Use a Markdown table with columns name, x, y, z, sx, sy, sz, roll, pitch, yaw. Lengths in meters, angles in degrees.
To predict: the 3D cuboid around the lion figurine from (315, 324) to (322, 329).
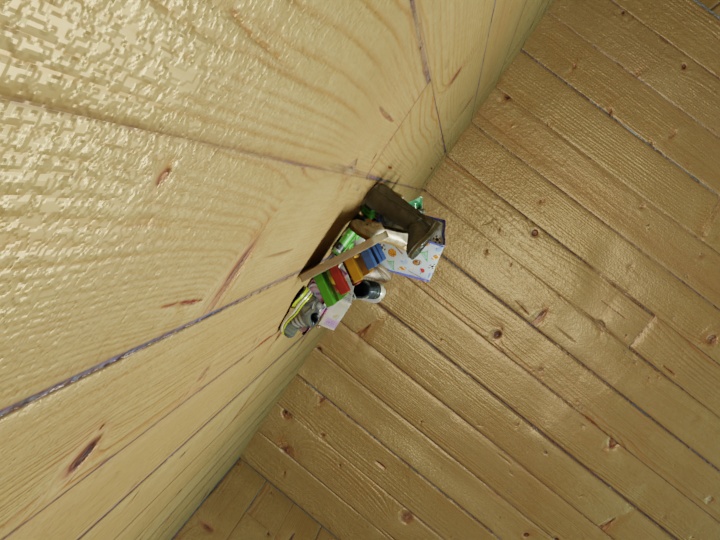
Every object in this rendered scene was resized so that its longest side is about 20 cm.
| name | x | y | z | sx | sy | sz | roll | pitch | yaw |
| --- | --- | --- | --- | --- | --- | --- | --- | --- | --- |
| lion figurine | -0.102 | 0.132 | 1.968 | 0.120 | 0.074 | 0.200 | -20 | 165 | -15 |

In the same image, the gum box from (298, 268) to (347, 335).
| name | x | y | z | sx | sy | sz | roll | pitch | yaw |
| --- | --- | --- | --- | --- | --- | --- | --- | --- | --- |
| gum box | -0.125 | 0.082 | 1.639 | 0.201 | 0.066 | 0.114 | -57 | 176 | 39 |

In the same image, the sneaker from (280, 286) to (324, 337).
| name | x | y | z | sx | sy | sz | roll | pitch | yaw |
| --- | --- | --- | --- | --- | --- | --- | --- | --- | --- |
| sneaker | -0.157 | 0.131 | 1.552 | 0.074 | 0.080 | 0.201 | -50 | 174 | -40 |

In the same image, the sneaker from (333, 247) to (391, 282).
| name | x | y | z | sx | sy | sz | roll | pitch | yaw |
| --- | --- | --- | --- | --- | --- | --- | --- | --- | --- |
| sneaker | 0.000 | 0.000 | 1.625 | 0.070 | 0.198 | 0.077 | 0 | -117 | 57 |

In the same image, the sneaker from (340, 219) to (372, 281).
| name | x | y | z | sx | sy | sz | roll | pitch | yaw |
| --- | --- | --- | --- | --- | --- | --- | --- | --- | --- |
| sneaker | -0.007 | -0.059 | 1.689 | 0.202 | 0.091 | 0.076 | -56 | 176 | 27 |

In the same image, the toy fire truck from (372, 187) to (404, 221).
| name | x | y | z | sx | sy | sz | roll | pitch | yaw |
| --- | --- | --- | --- | --- | --- | --- | --- | --- | --- |
| toy fire truck | 0.071 | -0.165 | 1.708 | 0.178 | 0.127 | 0.200 | -58 | 158 | -10 |

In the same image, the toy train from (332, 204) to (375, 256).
| name | x | y | z | sx | sy | sz | roll | pitch | yaw |
| --- | --- | --- | --- | --- | --- | --- | --- | --- | --- |
| toy train | -0.009 | -0.119 | 1.546 | 0.202 | 0.041 | 0.057 | -54 | 167 | -10 |

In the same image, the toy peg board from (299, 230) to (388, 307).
| name | x | y | z | sx | sy | sz | roll | pitch | yaw |
| --- | --- | --- | --- | --- | --- | --- | --- | --- | --- |
| toy peg board | -0.017 | -0.001 | 1.383 | 0.196 | 0.099 | 0.200 | -26 | -178 | 14 |

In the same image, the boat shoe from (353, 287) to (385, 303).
| name | x | y | z | sx | sy | sz | roll | pitch | yaw |
| --- | --- | --- | --- | --- | --- | --- | --- | --- | --- |
| boat shoe | -0.006 | 0.054 | 1.946 | 0.070 | 0.196 | 0.073 | -30 | 130 | -60 |

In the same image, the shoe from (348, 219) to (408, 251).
| name | x | y | z | sx | sy | sz | roll | pitch | yaw |
| --- | --- | --- | --- | --- | --- | --- | --- | --- | --- |
| shoe | 0.060 | -0.102 | 1.506 | 0.054 | 0.196 | 0.070 | -63 | -154 | 20 |

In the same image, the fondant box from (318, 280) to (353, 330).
| name | x | y | z | sx | sy | sz | roll | pitch | yaw |
| --- | --- | --- | --- | --- | --- | --- | --- | --- | --- |
| fondant box | -0.066 | 0.061 | 1.789 | 0.145 | 0.057 | 0.203 | 123 | -15 | -44 |

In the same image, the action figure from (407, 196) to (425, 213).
| name | x | y | z | sx | sy | sz | roll | pitch | yaw |
| --- | --- | --- | --- | --- | --- | --- | --- | --- | --- |
| action figure | 0.110 | -0.160 | 1.848 | 0.055 | 0.195 | 0.121 | -107 | -173 | -64 |

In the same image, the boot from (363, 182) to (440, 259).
| name | x | y | z | sx | sy | sz | roll | pitch | yaw |
| --- | --- | --- | --- | --- | --- | --- | --- | --- | --- |
| boot | 0.093 | -0.131 | 1.457 | 0.073 | 0.199 | 0.182 | -54 | 175 | 35 |

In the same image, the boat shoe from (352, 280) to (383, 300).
| name | x | y | z | sx | sy | sz | roll | pitch | yaw |
| --- | --- | --- | --- | --- | --- | --- | --- | --- | --- |
| boat shoe | -0.004 | 0.059 | 1.825 | 0.198 | 0.061 | 0.077 | 14 | -84 | 56 |

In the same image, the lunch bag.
| name | x | y | z | sx | sy | sz | roll | pitch | yaw |
| --- | --- | --- | --- | --- | --- | --- | --- | --- | --- |
| lunch bag | 0.128 | -0.079 | 1.644 | 0.172 | 0.195 | 0.126 | 104 | -4 | -48 |
